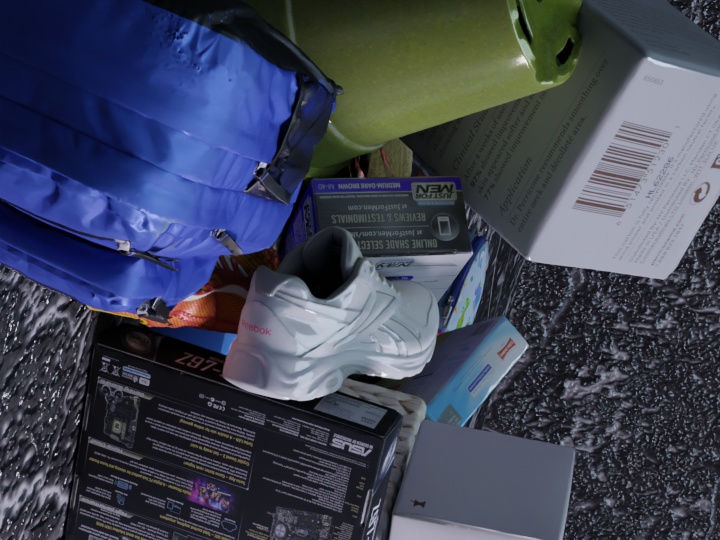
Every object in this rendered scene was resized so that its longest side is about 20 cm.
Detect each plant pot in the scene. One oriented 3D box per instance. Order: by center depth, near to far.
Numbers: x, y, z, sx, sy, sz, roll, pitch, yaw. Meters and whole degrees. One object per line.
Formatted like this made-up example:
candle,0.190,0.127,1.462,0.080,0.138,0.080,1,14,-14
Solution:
plant pot,0.037,-0.169,1.175,0.200,0.190,0.201,17,70,-57

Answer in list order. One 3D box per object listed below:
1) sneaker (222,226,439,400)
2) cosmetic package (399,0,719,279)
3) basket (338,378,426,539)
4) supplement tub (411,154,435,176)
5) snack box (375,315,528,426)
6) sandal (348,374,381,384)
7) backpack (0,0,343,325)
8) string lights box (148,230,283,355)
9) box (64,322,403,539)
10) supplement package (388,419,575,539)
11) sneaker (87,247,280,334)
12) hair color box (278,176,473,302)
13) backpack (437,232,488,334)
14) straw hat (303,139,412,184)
sneaker,-0.005,0.019,1.156,0.200,0.078,0.100,-17,120,-57
cosmetic package,0.151,-0.122,1.290,0.166,0.200,0.168,6,122,-44
basket,-0.066,0.189,1.363,0.161,0.199,0.199,-67,167,-51
supplement tub,0.002,-0.038,1.581,0.200,0.107,0.107,-61,163,-49
snack box,0.039,0.103,1.482,0.116,0.037,0.200,-47,-166,-31
sandal,0.003,0.071,1.515,0.075,0.048,0.200,-43,177,15
backpack,-0.111,-0.066,0.854,0.200,0.162,0.168,27,83,-80
string lights box,-0.097,-0.010,1.261,0.103,0.059,0.200,-43,147,-71
box,-0.085,0.139,1.167,0.044,0.200,0.161,-46,150,-65
supplement package,0.078,0.227,1.290,0.117,0.117,0.200,-66,165,-58
sneaker,-0.106,0.006,1.145,0.200,0.077,0.073,23,54,-59
hair color box,0.000,0.000,1.302,0.200,0.109,0.065,123,-38,-65
backpack,0.047,0.006,1.763,0.183,0.147,0.200,80,25,-70
straw hat,-0.024,-0.112,1.385,0.201,0.085,0.202,-3,90,-72
